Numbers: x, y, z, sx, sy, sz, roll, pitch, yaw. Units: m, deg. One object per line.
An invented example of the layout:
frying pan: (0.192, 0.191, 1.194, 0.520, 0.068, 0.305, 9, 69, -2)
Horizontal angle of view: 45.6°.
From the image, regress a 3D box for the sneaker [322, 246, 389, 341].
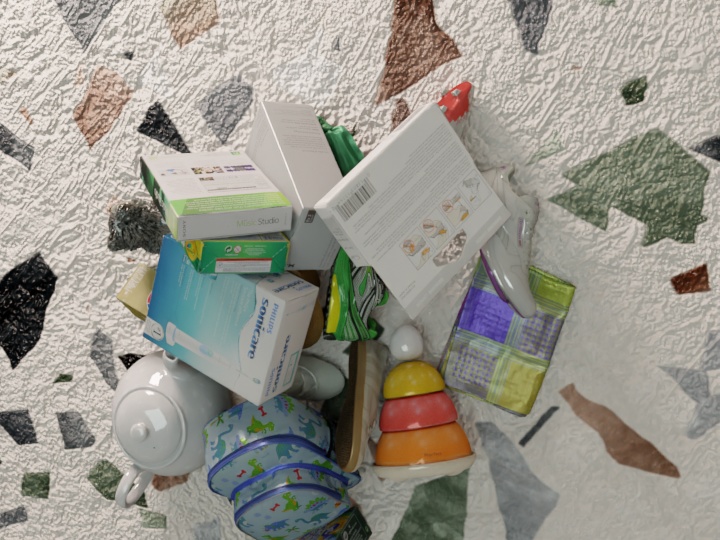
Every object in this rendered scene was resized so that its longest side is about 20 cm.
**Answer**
sneaker: (0.000, 0.000, 1.149, 0.083, 0.078, 0.204, 6, 114, -4)

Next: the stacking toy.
stacking toy: (0.077, 0.174, 1.163, 0.143, 0.146, 0.205, -8, 83, 16)

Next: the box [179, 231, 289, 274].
box: (-0.178, -0.059, 1.086, 0.115, 0.200, 0.049, 0, 118, -28)

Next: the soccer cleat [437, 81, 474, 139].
soccer cleat: (0.103, -0.150, 1.125, 0.084, 0.068, 0.203, 31, 86, -24)

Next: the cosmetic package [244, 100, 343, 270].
cosmetic package: (-0.084, -0.111, 1.110, 0.114, 0.080, 0.203, -60, 42, 44)

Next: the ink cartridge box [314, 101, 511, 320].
ink cartridge box: (0.067, -0.073, 1.045, 0.200, 0.044, 0.177, -44, 106, -20)

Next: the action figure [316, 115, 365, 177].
action figure: (-0.014, -0.121, 1.170, 0.117, 0.055, 0.203, -27, 94, 19)

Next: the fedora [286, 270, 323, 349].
fedora: (-0.119, 0.019, 1.191, 0.197, 0.082, 0.203, 23, 138, 22)

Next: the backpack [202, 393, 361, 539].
backpack: (-0.110, 0.269, 1.163, 0.181, 0.149, 0.200, -30, 134, 18)

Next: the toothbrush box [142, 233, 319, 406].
toothbrush box: (-0.168, 0.054, 1.093, 0.197, 0.085, 0.149, 25, 111, 23)

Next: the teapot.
teapot: (-0.292, 0.221, 1.254, 0.194, 0.146, 0.204, -20, 94, 18)

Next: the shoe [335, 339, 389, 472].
shoe: (0.006, 0.178, 1.156, 0.052, 0.203, 0.070, 18, 142, -14)

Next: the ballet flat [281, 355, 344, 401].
ballet flat: (-0.122, 0.153, 1.237, 0.195, 0.069, 0.071, 14, 102, 13)

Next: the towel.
towel: (0.195, 0.088, 1.161, 0.141, 0.023, 0.204, 23, 104, 12)

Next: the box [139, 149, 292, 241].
box: (-0.183, -0.098, 1.061, 0.141, 0.200, 0.037, -7, 118, -24)

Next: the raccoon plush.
raccoon plush: (-0.259, -0.058, 1.206, 0.195, 0.134, 0.099, 7, 99, 14)

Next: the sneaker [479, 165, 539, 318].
sneaker: (0.196, -0.041, 1.102, 0.098, 0.075, 0.204, -21, 81, 8)

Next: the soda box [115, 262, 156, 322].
soda box: (-0.251, 0.069, 1.229, 0.197, 0.068, 0.065, 28, 72, 22)

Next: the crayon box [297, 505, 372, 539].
crayon box: (-0.089, 0.427, 1.238, 0.198, 0.126, 0.052, -34, 89, 17)
